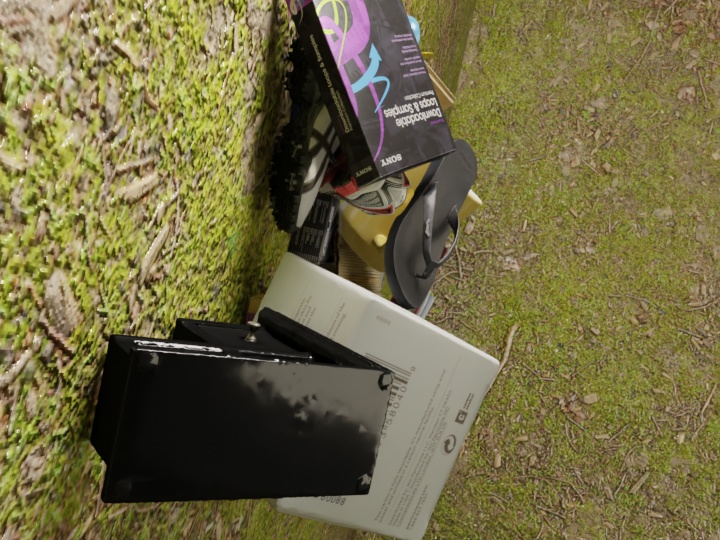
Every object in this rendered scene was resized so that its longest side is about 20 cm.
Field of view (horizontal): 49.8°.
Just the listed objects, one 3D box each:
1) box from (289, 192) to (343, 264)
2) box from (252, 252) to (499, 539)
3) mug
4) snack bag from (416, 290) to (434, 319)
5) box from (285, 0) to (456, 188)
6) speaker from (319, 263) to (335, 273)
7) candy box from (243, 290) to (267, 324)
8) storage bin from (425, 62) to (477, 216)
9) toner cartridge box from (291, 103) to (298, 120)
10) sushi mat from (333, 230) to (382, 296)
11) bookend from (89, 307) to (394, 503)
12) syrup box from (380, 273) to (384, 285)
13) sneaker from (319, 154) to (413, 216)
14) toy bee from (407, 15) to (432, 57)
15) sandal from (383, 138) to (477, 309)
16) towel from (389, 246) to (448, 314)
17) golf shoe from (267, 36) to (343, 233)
[{"bbox_3d":[-0.036,-0.113,1.026,0.160,0.043,0.206,-9,112,-81],"label":"box"},{"bbox_3d":[-0.010,0.125,0.769,0.198,0.170,0.203,27,88,-38],"label":"box"},{"bbox_3d":[0.044,-0.083,0.969,0.153,0.150,0.186,-46,162,13],"label":"mug"},{"bbox_3d":[0.039,0.107,1.122,0.192,0.021,0.200,-63,-172,-1],"label":"snack bag"},{"bbox_3d":[0.014,-0.193,0.755,0.142,0.036,0.205,-26,97,-48],"label":"box"},{"bbox_3d":[-0.020,-0.003,1.168,0.202,0.079,0.083,-69,168,-51],"label":"speaker"},{"bbox_3d":[-0.090,0.081,0.916,0.200,0.055,0.120,-34,138,-80],"label":"candy box"},{"bbox_3d":[0.097,-0.193,1.198,0.198,0.092,0.205,25,52,-59],"label":"storage bin"},{"bbox_3d":[-0.037,-0.229,0.860,0.095,0.042,0.205,-59,160,-68],"label":"toner cartridge box"},{"bbox_3d":[0.000,0.000,1.083,0.199,0.012,0.099,6,83,-72],"label":"sushi mat"},{"bbox_3d":[-0.113,0.084,0.575,0.198,0.195,0.095,19,-83,54],"label":"bookend"},{"bbox_3d":[-0.010,0.044,1.311,0.081,0.077,0.206,-14,117,-81],"label":"syrup box"},{"bbox_3d":[0.004,-0.096,0.854,0.079,0.081,0.200,-54,-164,6],"label":"sneaker"},{"bbox_3d":[0.036,-0.301,1.034,0.109,0.128,0.205,140,-42,-62],"label":"toy bee"},{"bbox_3d":[0.080,-0.056,0.823,0.076,0.042,0.204,39,65,-38],"label":"sandal"},{"bbox_3d":[0.053,0.051,1.065,0.204,0.022,0.144,-64,-173,0],"label":"towel"},{"bbox_3d":[-0.036,-0.133,0.786,0.077,0.093,0.205,29,-71,55],"label":"golf shoe"}]
